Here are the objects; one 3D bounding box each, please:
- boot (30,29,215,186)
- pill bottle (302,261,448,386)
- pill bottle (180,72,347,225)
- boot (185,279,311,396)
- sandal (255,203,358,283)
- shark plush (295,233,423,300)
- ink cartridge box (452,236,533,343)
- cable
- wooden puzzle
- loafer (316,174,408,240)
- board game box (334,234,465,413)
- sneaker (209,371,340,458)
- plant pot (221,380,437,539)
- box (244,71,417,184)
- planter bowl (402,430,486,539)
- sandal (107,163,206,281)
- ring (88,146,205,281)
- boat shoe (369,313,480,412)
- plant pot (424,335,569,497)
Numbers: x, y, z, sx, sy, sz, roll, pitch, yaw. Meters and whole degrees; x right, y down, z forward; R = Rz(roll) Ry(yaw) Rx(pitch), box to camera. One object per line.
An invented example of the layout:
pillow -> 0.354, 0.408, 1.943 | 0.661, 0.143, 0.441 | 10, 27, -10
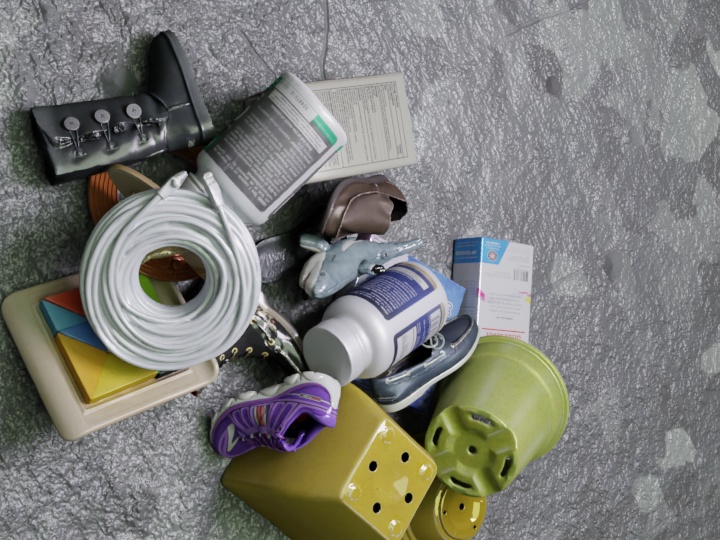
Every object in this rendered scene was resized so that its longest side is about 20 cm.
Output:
boot -> -0.292, -0.197, 1.179 | 0.198, 0.066, 0.166 | -18, 67, -18
pill bottle -> 0.018, 0.072, 1.298 | 0.199, 0.110, 0.112 | -30, 107, -45
pill bottle -> -0.121, -0.128, 1.182 | 0.200, 0.113, 0.113 | -43, 115, -2
boot -> -0.160, 0.103, 1.257 | 0.150, 0.073, 0.201 | -43, 103, -29
sandal -> -0.064, -0.036, 1.354 | 0.200, 0.048, 0.076 | -31, 108, -34
shark plush -> 0.000, 0.000, 1.330 | 0.198, 0.083, 0.092 | -4, 106, -36
ink cartridge box -> 0.201, 0.056, 1.537 | 0.114, 0.068, 0.203 | 8, 84, -36
cable -> -0.210, 0.007, 1.102 | 0.199, 0.069, 0.201 | -31, 109, -5
wooden puzzle -> -0.284, 0.077, 1.147 | 0.199, 0.037, 0.186 | -22, 73, -33
loafer -> 0.011, -0.083, 1.331 | 0.200, 0.071, 0.074 | -31, 148, -57
board game box -> 0.046, 0.078, 1.436 | 0.199, 0.043, 0.201 | 28, 72, -33
sneaker -> -0.111, 0.192, 1.228 | 0.080, 0.199, 0.084 | 36, 39, -37
plant pot -> -0.019, 0.258, 1.288 | 0.196, 0.199, 0.195 | 45, 65, -26
box -> -0.039, -0.187, 1.339 | 0.198, 0.108, 0.129 | -13, 96, -36
planter bowl -> 0.125, 0.341, 1.465 | 0.199, 0.083, 0.203 | 1, 87, -36
sandal -> -0.226, -0.026, 1.152 | 0.212, 0.077, 0.070 | 46, 60, -22
ring -> -0.234, -0.086, 1.220 | 0.199, 0.019, 0.203 | 12, 69, -32
boat shoe -> 0.090, 0.116, 1.399 | 0.199, 0.075, 0.062 | -35, 121, -22
plant pot -> 0.176, 0.216, 1.387 | 0.184, 0.198, 0.203 | -37, 113, -63
